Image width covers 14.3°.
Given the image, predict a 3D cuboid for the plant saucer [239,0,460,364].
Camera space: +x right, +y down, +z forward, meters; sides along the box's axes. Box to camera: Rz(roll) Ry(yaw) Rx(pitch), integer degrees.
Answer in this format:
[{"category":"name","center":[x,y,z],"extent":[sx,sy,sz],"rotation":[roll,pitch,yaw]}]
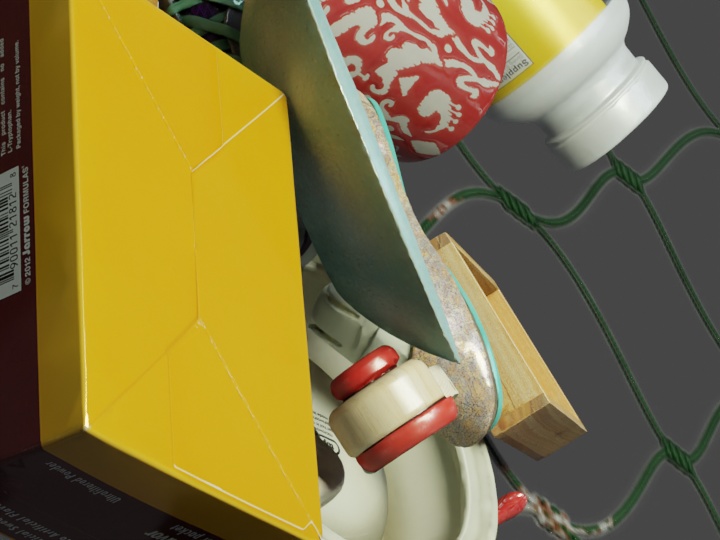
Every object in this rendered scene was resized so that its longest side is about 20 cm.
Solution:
[{"category":"plant saucer","center":[-0.012,-0.048,1.195],"extent":[0.201,0.039,0.201],"rotation":[-23,90,-87]}]

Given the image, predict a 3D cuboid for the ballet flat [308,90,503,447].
[{"category":"ballet flat","center":[0.000,0.000,1.347],"extent":[0.067,0.068,0.200],"rotation":[-2,52,-33]}]

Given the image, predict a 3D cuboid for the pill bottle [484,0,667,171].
[{"category":"pill bottle","center":[0.091,-0.160,1.735],"extent":[0.200,0.112,0.112],"rotation":[47,30,-9]}]

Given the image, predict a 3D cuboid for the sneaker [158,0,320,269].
[{"category":"sneaker","center":[-0.056,-0.091,1.265],"extent":[0.088,0.074,0.200],"rotation":[-32,111,-74]}]

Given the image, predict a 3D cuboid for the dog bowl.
[{"category":"dog bowl","center":[-0.030,0.080,1.341],"extent":[0.200,0.074,0.200],"rotation":[36,33,-28]}]

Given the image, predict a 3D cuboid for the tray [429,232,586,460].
[{"category":"tray","center":[0.068,0.043,1.479],"extent":[0.099,0.037,0.200],"rotation":[59,5,11]}]

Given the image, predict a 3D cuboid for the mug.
[{"category":"mug","center":[-0.016,-0.165,1.552],"extent":[0.200,0.133,0.178],"rotation":[30,73,-41]}]

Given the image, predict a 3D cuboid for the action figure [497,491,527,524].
[{"category":"action figure","center":[0.069,0.158,1.378],"extent":[0.065,0.099,0.200],"rotation":[40,34,-24]}]

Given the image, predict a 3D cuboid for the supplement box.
[{"category":"supplement box","center":[-0.139,0.026,1.071],"extent":[0.133,0.200,0.197],"rotation":[32,44,-47]}]

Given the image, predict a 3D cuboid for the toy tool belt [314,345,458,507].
[{"category":"toy tool belt","center":[-0.071,0.061,1.179],"extent":[0.123,0.200,0.125],"rotation":[57,21,3]}]

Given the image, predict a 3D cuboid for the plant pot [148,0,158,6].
[{"category":"plant pot","center":[-0.179,-0.173,1.210],"extent":[0.200,0.183,0.200],"rotation":[6,33,-4]}]
